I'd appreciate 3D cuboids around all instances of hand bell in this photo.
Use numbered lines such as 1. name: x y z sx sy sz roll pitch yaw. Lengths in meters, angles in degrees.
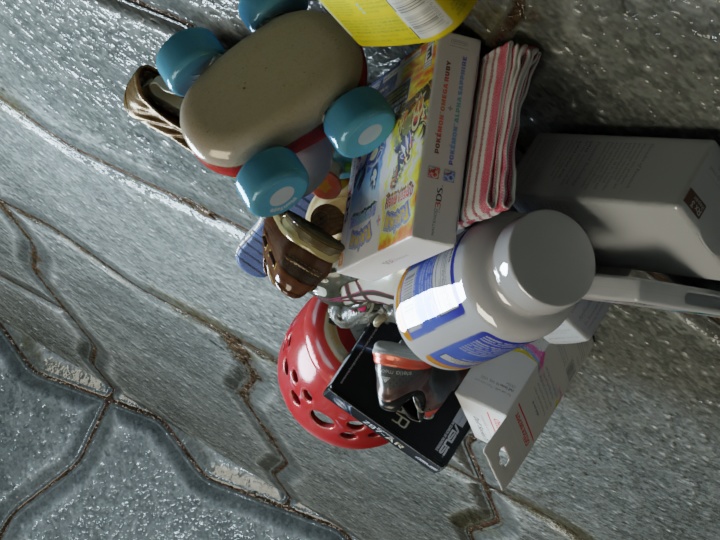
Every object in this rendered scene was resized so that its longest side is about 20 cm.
1. hand bell: -0.023 -0.049 1.588 0.104 0.104 0.200 32 -175 6

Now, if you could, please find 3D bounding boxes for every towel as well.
1. towel: 0.093 -0.103 1.322 0.030 0.147 0.200 14 167 -17

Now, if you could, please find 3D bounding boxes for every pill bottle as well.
1. pill bottle: 0.116 0.014 1.321 0.112 0.112 0.200 38 154 -11

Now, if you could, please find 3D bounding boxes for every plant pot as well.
1. plant pot: 0.007 0.096 1.871 0.200 0.201 0.183 32 153 5

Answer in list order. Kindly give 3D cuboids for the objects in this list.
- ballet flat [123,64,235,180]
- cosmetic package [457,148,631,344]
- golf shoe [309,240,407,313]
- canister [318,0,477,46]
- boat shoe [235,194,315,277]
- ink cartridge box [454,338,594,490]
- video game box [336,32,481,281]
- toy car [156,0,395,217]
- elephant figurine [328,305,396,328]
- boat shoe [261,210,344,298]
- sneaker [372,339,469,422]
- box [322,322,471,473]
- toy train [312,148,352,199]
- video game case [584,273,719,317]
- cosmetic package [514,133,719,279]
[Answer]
1. ballet flat: -0.161 -0.157 1.609 0.199 0.068 0.072 32 146 11
2. cosmetic package: 0.155 -0.029 1.453 0.200 0.102 0.074 41 158 -16
3. golf shoe: 0.000 0.000 1.517 0.088 0.078 0.200 9 162 -22
4. canister: -0.012 -0.266 1.178 0.200 0.087 0.148 44 159 -31
5. boat shoe: -0.078 -0.071 1.774 0.072 0.073 0.200 37 136 -16
6. ink cartridge box: 0.167 0.120 1.639 0.067 0.200 0.117 24 159 28
7. video game box: 0.039 -0.095 1.360 0.047 0.183 0.200 10 168 -18
8. toy car: -0.062 -0.132 1.419 0.185 0.177 0.200 55 178 25
9. elephant figurine: 0.074 0.021 1.653 0.155 0.142 0.200 37 161 1
10. boat shoe: -0.065 -0.016 1.436 0.072 0.068 0.200 30 -178 -10
11. sneaker: 0.064 0.119 1.645 0.077 0.082 0.200 7 180 30
12. box: 0.076 0.103 1.752 0.160 0.200 0.044 35 162 -2
13. toy train: -0.071 -0.133 1.511 0.199 0.056 0.150 18 143 -7
14. video game case: 0.263 0.023 1.348 0.181 0.024 0.200 8 179 -23
15. cosmetic package: 0.227 -0.056 1.287 0.200 0.074 0.102 8 150 50
